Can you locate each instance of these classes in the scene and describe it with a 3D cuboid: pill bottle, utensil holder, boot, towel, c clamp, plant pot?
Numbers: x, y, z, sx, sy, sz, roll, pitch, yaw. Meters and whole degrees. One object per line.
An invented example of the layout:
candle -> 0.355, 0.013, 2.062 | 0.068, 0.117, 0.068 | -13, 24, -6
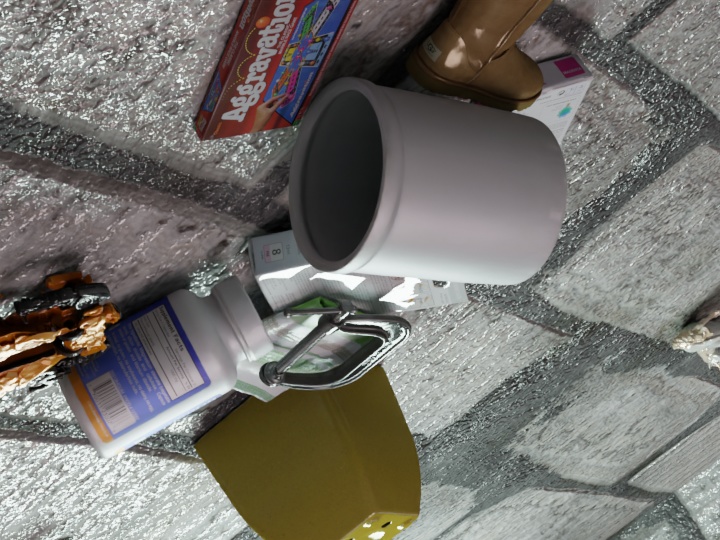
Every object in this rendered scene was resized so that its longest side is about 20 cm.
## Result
pill bottle -> -0.189, 0.088, 1.581 | 0.199, 0.113, 0.112 | -29, 155, -7
utensil holder -> 0.061, -0.075, 1.448 | 0.198, 0.171, 0.170 | 5, 139, -30
boot -> 0.153, -0.235, 1.440 | 0.174, 0.066, 0.200 | -3, 141, -47
towel -> -0.073, 0.087, 1.714 | 0.199, 0.031, 0.149 | -24, 153, 33
c clamp -> -0.039, 0.078, 1.660 | 0.169, 0.027, 0.200 | -1, 152, -28
plant pot -> -0.038, 0.240, 1.928 | 0.195, 0.201, 0.194 | -41, 154, 18

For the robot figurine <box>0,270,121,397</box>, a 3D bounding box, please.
robot figurine -> -0.312, 0.062, 1.456 | 0.198, 0.059, 0.145 | -21, 153, -21

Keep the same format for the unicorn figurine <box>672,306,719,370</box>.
unicorn figurine -> 0.552, 0.103, 2.523 | 0.199, 0.074, 0.137 | 14, 141, -38

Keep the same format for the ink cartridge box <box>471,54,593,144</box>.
ink cartridge box -> 0.151, -0.130, 1.657 | 0.118, 0.042, 0.201 | -17, 149, -26

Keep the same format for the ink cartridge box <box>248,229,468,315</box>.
ink cartridge box -> 0.000, 0.000, 1.635 | 0.198, 0.058, 0.163 | -14, 155, 4

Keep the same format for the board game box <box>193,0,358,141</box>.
board game box -> -0.064, -0.186, 1.335 | 0.102, 0.020, 0.201 | -12, 149, -33
